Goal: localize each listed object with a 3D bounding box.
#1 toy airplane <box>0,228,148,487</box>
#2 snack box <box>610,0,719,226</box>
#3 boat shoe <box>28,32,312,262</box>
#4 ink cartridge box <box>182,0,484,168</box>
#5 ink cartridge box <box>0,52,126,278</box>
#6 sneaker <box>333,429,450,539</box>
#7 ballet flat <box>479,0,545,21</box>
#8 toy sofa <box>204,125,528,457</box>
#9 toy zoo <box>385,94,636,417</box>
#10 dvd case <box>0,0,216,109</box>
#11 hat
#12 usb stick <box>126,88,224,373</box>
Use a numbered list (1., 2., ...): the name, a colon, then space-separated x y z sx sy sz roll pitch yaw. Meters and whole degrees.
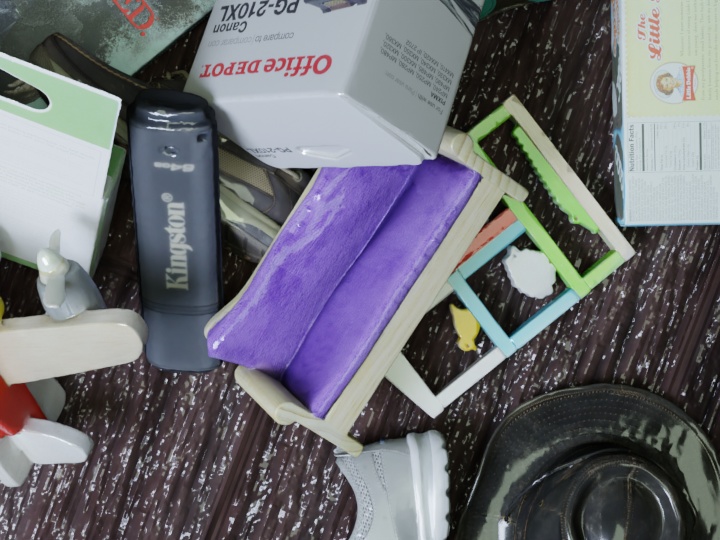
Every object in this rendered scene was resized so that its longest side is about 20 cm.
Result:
1. toy airplane: -0.235 0.040 1.014 0.199 0.199 0.142 12 65 -13
2. snack box: 0.220 -0.130 1.087 0.115 0.037 0.201 -1 92 -2
3. boat shoe: -0.114 -0.086 1.056 0.200 0.074 0.073 39 73 -19
4. ink cartridge box: -0.004 -0.168 0.991 0.084 0.144 0.201 30 71 -40
5. ink cartridge box: -0.209 -0.080 0.993 0.145 0.200 0.048 21 54 -3
6. sneaker: 0.017 0.202 1.080 0.081 0.075 0.201 0 81 4
7. ballet flat: 0.083 -0.195 1.058 0.199 0.068 0.067 -21 56 4
8. toy sofa: 0.000 0.000 1.023 0.097 0.083 0.201 33 90 -28
9. toy zoo: 0.059 0.000 1.092 0.200 0.020 0.131 -38 93 -1
10. dvd case: -0.169 -0.193 1.072 0.200 0.022 0.146 -39 94 -2
11. hat: 0.157 0.173 1.070 0.199 0.081 0.202 0 92 -10
12. usb stick: -0.109 -0.018 1.023 0.055 0.033 0.201 9 129 9
